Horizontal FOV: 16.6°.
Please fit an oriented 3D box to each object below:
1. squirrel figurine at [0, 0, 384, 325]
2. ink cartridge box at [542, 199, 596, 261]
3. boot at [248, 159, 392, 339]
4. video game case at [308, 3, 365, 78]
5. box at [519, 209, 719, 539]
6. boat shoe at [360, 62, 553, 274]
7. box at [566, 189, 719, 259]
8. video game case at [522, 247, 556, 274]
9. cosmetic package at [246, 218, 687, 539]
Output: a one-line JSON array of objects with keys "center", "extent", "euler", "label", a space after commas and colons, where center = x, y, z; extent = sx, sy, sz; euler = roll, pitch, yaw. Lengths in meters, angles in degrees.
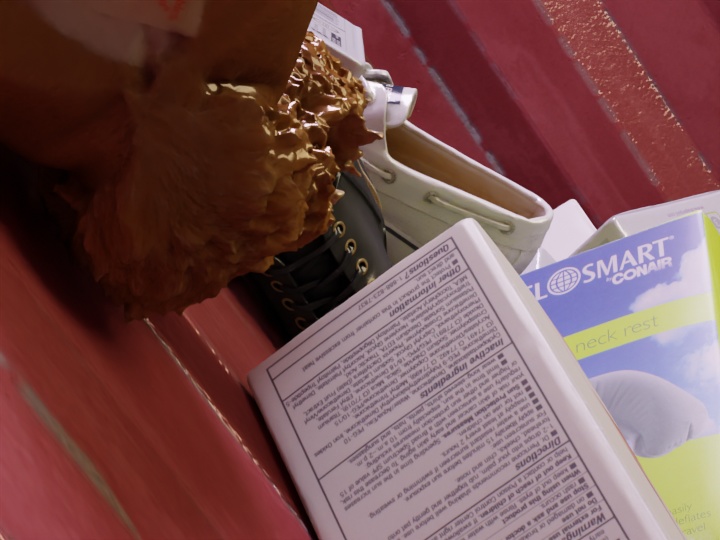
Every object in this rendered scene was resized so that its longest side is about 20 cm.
[{"center": [-0.078, -0.086, 0.743], "extent": [0.187, 0.141, 0.201], "euler": [-139, -154, -69], "label": "squirrel figurine"}, {"center": [0.138, 0.087, 1.472], "extent": [0.200, 0.128, 0.125], "euler": [53, 6, -38], "label": "ink cartridge box"}, {"center": [-0.011, 0.005, 0.973], "extent": [0.139, 0.077, 0.200], "euler": [66, 12, 19], "label": "boot"}, {"center": [-0.087, -0.129, 0.923], "extent": [0.200, 0.018, 0.143], "euler": [31, 9, -6], "label": "video game case"}, {"center": [0.094, 0.061, 0.960], "extent": [0.048, 0.122, 0.200], "euler": [54, 24, -38], "label": "box"}, {"center": [-0.002, -0.061, 1.105], "extent": [0.200, 0.070, 0.071], "euler": [35, 28, -6], "label": "boat shoe"}, {"center": [0.158, 0.081, 1.096], "extent": [0.101, 0.113, 0.200], "euler": [-13, 64, -49], "label": "box"}, {"center": [0.131, 0.113, 1.195], "extent": [0.200, 0.022, 0.183], "euler": [45, 35, -31], "label": "video game case"}, {"center": [0.050, 0.091, 0.809], "extent": [0.087, 0.103, 0.200], "euler": [50, 10, -43], "label": "cosmetic package"}]
